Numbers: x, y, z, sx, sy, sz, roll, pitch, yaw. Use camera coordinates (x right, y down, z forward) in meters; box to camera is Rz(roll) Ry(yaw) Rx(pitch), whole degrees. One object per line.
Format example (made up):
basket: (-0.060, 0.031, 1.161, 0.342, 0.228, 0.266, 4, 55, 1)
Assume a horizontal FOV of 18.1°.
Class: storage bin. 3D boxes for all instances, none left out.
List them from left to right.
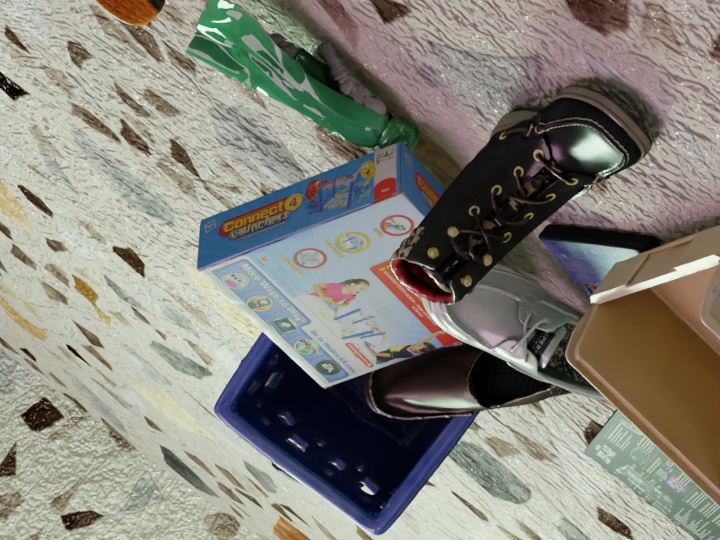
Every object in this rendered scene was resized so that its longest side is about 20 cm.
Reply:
storage bin: (0.272, 0.072, 1.604, 0.199, 0.094, 0.200, 43, 158, -9)

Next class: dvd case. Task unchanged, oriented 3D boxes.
dvd case: (0.238, 0.041, 1.768, 0.200, 0.018, 0.143, 49, 162, -24)

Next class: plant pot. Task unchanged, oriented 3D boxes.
plant pot: (0.015, 0.102, 2.087, 0.200, 0.200, 0.180, 37, -170, 10)

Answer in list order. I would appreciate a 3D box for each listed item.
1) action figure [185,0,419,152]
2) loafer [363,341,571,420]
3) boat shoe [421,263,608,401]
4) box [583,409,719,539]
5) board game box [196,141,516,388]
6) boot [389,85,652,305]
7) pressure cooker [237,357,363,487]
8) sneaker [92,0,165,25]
action figure: (-0.040, -0.152, 1.818, 0.200, 0.055, 0.118, 33, 163, -1)
loafer: (0.092, 0.087, 1.934, 0.071, 0.200, 0.073, -14, -88, -72)
boat shoe: (0.146, 0.051, 1.830, 0.201, 0.070, 0.072, 24, -172, -19)
box: (0.284, 0.170, 1.958, 0.160, 0.044, 0.200, 38, 164, 8)
board game box: (0.000, 0.000, 1.884, 0.196, 0.056, 0.200, -20, 138, 24)
boot: (0.110, -0.047, 1.578, 0.073, 0.154, 0.204, 44, 164, -13)
pressure cooker: (-0.022, 0.136, 2.336, 0.176, 0.179, 0.200, 61, 163, 0)
sneaker: (-0.237, -0.289, 1.892, 0.200, 0.076, 0.092, 52, 169, -11)
